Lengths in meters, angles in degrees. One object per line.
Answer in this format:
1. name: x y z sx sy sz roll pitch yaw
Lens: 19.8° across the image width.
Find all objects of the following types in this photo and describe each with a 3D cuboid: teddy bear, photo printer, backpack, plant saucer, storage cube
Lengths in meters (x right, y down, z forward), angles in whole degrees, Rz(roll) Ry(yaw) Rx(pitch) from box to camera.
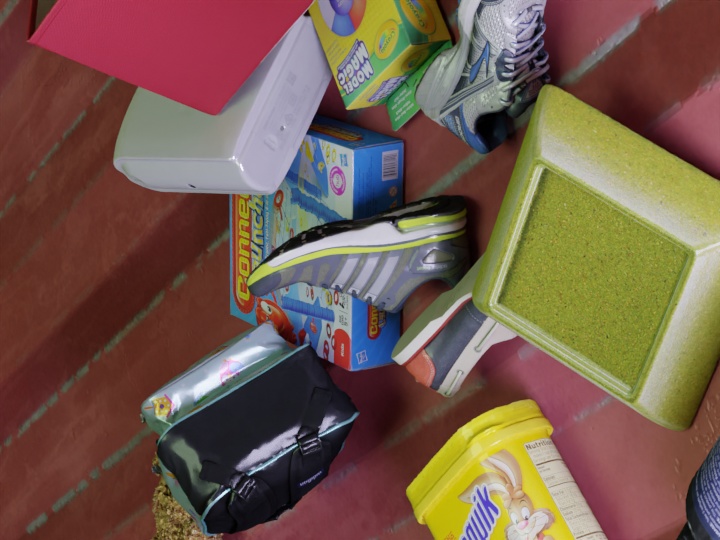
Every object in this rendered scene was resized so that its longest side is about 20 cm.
1. teddy bear: -0.182 0.274 2.113 0.145 0.066 0.201 25 118 53
2. photo printer: -0.127 -0.147 1.818 0.199 0.069 0.167 5 63 47
3. backpack: -0.101 0.147 1.844 0.154 0.175 0.200 51 168 19
4. plant saucer: 0.173 0.000 1.485 0.199 0.048 0.201 33 127 22
5. storage cube: -0.153 -0.266 1.702 0.200 0.179 0.172 -46 35 41

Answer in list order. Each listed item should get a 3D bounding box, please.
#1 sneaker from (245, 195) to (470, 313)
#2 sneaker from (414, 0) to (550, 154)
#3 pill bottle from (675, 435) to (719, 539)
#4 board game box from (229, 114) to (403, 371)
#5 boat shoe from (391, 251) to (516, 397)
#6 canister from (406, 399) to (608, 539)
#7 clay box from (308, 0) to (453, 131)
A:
1. sneaker: 0.000 0.000 1.706 0.199 0.074 0.081 -13 101 18
2. sneaker: 0.115 -0.166 1.572 0.085 0.077 0.200 51 145 20
3. pill bottle: 0.283 0.142 1.365 0.112 0.111 0.201 54 138 31
4. board game box: -0.042 -0.034 1.835 0.195 0.056 0.201 21 116 51
5. boat shoe: 0.104 0.029 1.636 0.062 0.071 0.200 39 126 -7
6. canister: 0.132 0.225 1.630 0.201 0.086 0.149 61 142 22
7. clay box: 0.006 -0.226 1.720 0.115 0.047 0.201 -41 64 52
